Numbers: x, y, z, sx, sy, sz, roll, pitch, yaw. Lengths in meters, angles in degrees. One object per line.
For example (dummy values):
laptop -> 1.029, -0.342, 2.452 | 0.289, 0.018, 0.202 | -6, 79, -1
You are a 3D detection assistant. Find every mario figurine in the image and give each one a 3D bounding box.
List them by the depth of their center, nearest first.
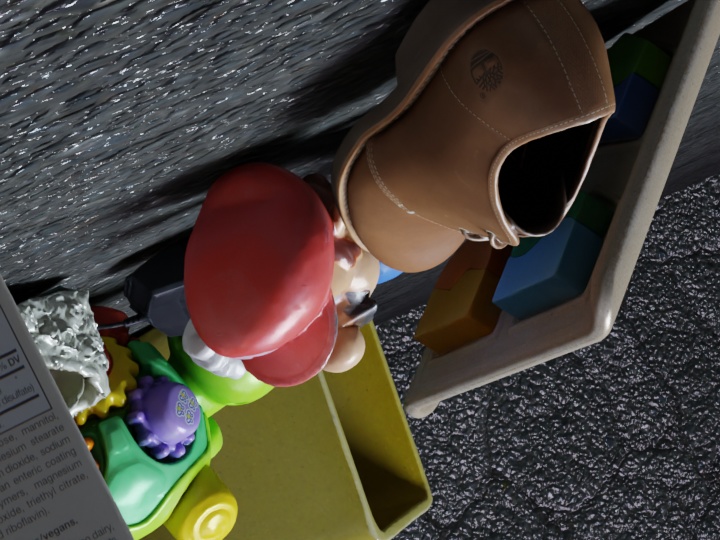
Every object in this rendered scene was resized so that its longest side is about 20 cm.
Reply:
mario figurine -> 0.000, 0.000, 0.860 | 0.200, 0.106, 0.124 | -32, 150, -53

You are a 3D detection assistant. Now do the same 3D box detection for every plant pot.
plant pot -> -0.087, 0.117, 1.410 | 0.198, 0.196, 0.195 | -20, 177, 12

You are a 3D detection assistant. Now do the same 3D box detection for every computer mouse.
computer mouse -> -0.119, 0.016, 0.964 | 0.198, 0.034, 0.059 | -17, 152, -3

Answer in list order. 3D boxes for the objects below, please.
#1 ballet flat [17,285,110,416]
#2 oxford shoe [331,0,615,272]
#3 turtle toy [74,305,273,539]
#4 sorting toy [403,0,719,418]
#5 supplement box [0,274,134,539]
ballet flat -> -0.161, 0.047, 0.836 | 0.071, 0.072, 0.200 | -26, 175, 24
oxford shoe -> 0.038, -0.033, 0.702 | 0.071, 0.072, 0.200 | -24, 166, -17
turtle toy -> -0.124, 0.072, 1.029 | 0.199, 0.146, 0.102 | -23, 135, -26
sorting toy -> 0.088, -0.034, 0.921 | 0.200, 0.036, 0.186 | -36, -152, 62
supplement box -> -0.128, 0.093, 0.627 | 0.073, 0.201, 0.126 | -26, 177, -32
